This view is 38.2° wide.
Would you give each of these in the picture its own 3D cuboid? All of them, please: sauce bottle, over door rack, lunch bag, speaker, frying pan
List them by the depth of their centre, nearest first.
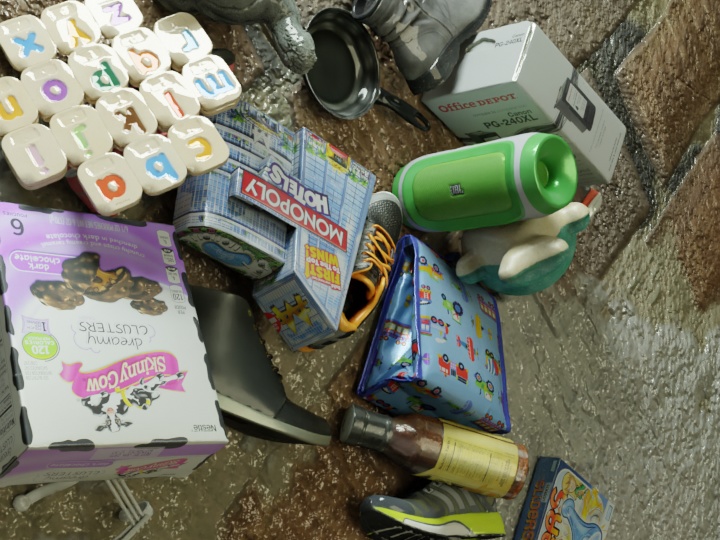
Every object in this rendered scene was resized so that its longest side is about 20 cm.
[{"bbox_3d":[-0.256,0.190,0.788,0.149,0.066,0.200,63,31,-17],"label":"over door rack"},{"bbox_3d":[0.076,0.184,1.076,0.198,0.066,0.067,19,72,-13],"label":"sauce bottle"},{"bbox_3d":[0.126,-0.089,1.091,0.088,0.199,0.090,5,82,-42],"label":"speaker"},{"bbox_3d":[0.003,-0.213,1.104,0.189,0.031,0.116,1,85,-47],"label":"frying pan"},{"bbox_3d":[0.091,0.064,1.131,0.150,0.094,0.202,32,54,-34],"label":"lunch bag"}]

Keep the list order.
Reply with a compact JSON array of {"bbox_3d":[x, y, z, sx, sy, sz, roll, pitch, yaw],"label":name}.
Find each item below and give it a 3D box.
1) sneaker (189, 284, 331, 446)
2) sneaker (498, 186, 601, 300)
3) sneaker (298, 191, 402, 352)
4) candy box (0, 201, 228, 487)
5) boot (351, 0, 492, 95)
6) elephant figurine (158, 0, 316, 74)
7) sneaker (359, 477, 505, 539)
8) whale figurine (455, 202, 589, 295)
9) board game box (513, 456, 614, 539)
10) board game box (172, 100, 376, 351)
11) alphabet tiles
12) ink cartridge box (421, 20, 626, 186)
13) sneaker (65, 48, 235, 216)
[{"bbox_3d":[-0.094,0.091,0.954,0.199,0.074,0.107,30,66,-36],"label":"sneaker"},{"bbox_3d":[0.214,-0.045,1.275,0.082,0.077,0.200,41,60,4],"label":"sneaker"},{"bbox_3d":[0.000,0.000,1.050,0.078,0.077,0.201,46,56,-28],"label":"sneaker"},{"bbox_3d":[-0.207,0.057,0.801,0.167,0.071,0.202,7,55,-43],"label":"candy box"},{"bbox_3d":[0.072,-0.303,1.141,0.132,0.069,0.201,50,45,-28],"label":"boot"},{"bbox_3d":[-0.126,-0.280,0.915,0.141,0.154,0.202,40,49,-58],"label":"elephant figurine"},{"bbox_3d":[0.074,0.248,1.111,0.199,0.074,0.082,15,60,-43],"label":"sneaker"},{"bbox_3d":[0.182,-0.015,1.125,0.105,0.158,0.200,62,6,-14],"label":"whale figurine"},{"bbox_3d":[0.238,0.349,1.266,0.135,0.034,0.201,40,60,-33],"label":"board game box"},{"bbox_3d":[-0.074,-0.041,0.957,0.199,0.061,0.202,30,47,-37],"label":"board game box"},{"bbox_3d":[-0.201,-0.141,0.842,0.199,0.015,0.196,-27,72,-25],"label":"alphabet tiles"},{"bbox_3d":[0.188,-0.181,1.196,0.200,0.144,0.084,37,65,-34],"label":"ink cartridge box"},{"bbox_3d":[-0.181,-0.123,0.910,0.200,0.073,0.087,-44,125,-29],"label":"sneaker"}]
